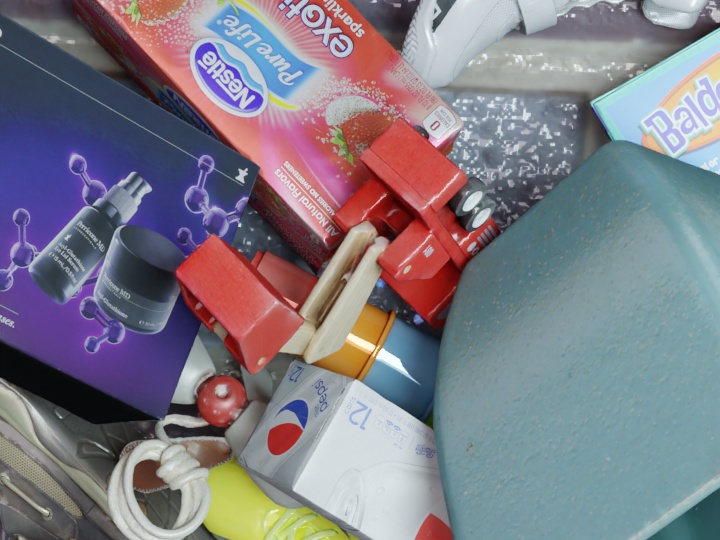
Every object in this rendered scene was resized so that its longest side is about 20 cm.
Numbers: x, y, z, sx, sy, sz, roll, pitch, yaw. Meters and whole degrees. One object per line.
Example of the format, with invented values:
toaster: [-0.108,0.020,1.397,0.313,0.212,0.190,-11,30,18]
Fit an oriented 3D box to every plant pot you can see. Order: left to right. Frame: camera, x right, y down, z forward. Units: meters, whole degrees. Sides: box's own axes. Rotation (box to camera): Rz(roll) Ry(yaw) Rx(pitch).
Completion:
plant pot: [0.151,0.054,0.927,0.196,0.196,0.200,-42,52,32]

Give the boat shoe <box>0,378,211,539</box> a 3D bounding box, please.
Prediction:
boat shoe: [-0.163,0.115,1.074,0.200,0.074,0.073,46,112,6]

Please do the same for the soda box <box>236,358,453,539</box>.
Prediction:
soda box: [0.038,0.123,0.992,0.200,0.068,0.064,35,79,-28]

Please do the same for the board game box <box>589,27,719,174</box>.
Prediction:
board game box: [0.235,-0.041,1.028,0.152,0.045,0.200,-29,90,8]

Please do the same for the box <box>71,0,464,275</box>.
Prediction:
box: [-0.051,-0.106,1.023,0.100,0.095,0.200,-42,87,-9]

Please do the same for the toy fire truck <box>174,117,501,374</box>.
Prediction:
toy fire truck: [0.000,0.000,0.948,0.141,0.200,0.049,-45,68,-2]

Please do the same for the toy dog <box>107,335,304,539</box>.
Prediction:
toy dog: [-0.108,0.063,1.046,0.132,0.096,0.200,-23,71,-23]

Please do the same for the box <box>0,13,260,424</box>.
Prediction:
box: [-0.165,-0.031,0.920,0.200,0.079,0.141,29,68,-29]

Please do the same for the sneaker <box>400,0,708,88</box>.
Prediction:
sneaker: [0.115,-0.150,1.021,0.115,0.075,0.200,41,93,6]

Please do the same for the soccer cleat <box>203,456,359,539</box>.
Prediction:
soccer cleat: [-0.007,0.166,1.045,0.200,0.084,0.065,38,96,4]

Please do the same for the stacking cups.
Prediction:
stacking cups: [0.026,0.049,1.033,0.200,0.061,0.061,32,96,-5]
